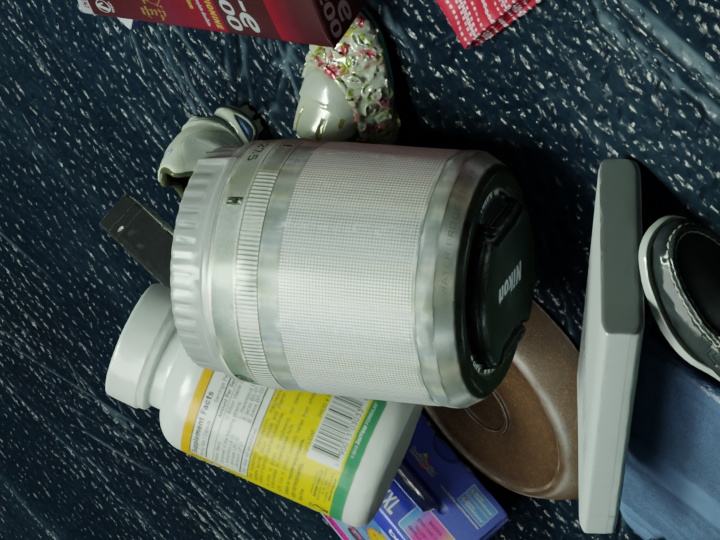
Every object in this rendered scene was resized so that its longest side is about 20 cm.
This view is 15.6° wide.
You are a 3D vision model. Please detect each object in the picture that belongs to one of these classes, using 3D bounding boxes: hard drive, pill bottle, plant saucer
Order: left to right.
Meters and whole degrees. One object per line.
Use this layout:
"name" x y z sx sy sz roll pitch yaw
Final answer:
"hard drive" -0.105 0.021 1.938 0.140 0.038 0.200 42 178 -29
"pill bottle" -0.065 0.086 1.775 0.199 0.113 0.113 23 148 7
"plant saucer" 0.093 0.082 1.805 0.200 0.034 0.201 37 149 27
"hard drive" 0.150 0.048 1.587 0.027 0.132 0.200 2 141 2

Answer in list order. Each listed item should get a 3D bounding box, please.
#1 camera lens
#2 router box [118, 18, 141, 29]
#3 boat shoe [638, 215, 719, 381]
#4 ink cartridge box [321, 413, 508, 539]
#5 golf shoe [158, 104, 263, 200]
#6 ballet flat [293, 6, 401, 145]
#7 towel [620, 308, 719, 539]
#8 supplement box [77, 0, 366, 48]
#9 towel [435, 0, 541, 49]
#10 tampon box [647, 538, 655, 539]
"camera lens" 0.000 0.000 1.651 0.199 0.160 0.160 5 133 20
"router box" -0.184 -0.288 1.778 0.180 0.049 0.200 46 153 13
"boat shoe" 0.236 0.047 1.497 0.200 0.076 0.060 48 155 -16
"ink cartridge box" 0.029 0.162 1.918 0.137 0.076 0.200 49 163 7
"golf shoe" -0.078 -0.015 1.872 0.078 0.097 0.200 -28 101 41
"ballet flat" -0.012 -0.086 1.734 0.076 0.064 0.200 35 148 32
"towel" 0.211 0.112 1.636 0.112 0.048 0.200 38 151 28
"supplement box" -0.101 -0.208 1.658 0.199 0.061 0.109 10 143 30
"towel" 0.064 -0.215 1.503 0.145 0.022 0.200 54 154 -1
"tampon box" 0.167 0.283 1.750 0.126 0.150 0.200 47 168 6
